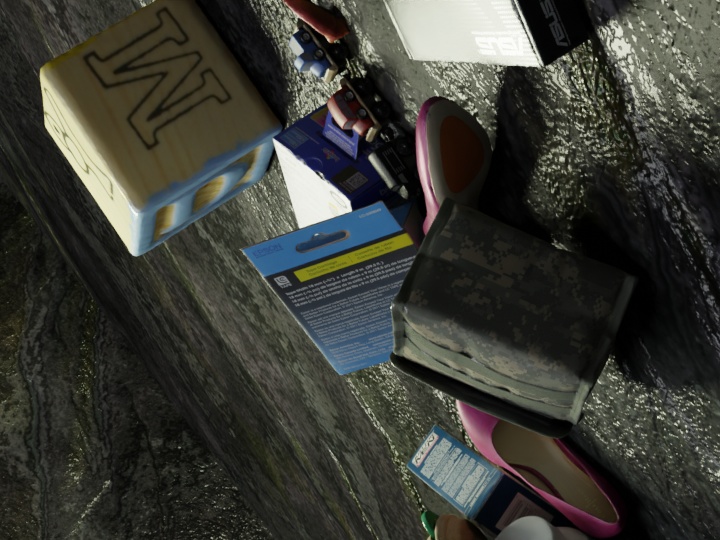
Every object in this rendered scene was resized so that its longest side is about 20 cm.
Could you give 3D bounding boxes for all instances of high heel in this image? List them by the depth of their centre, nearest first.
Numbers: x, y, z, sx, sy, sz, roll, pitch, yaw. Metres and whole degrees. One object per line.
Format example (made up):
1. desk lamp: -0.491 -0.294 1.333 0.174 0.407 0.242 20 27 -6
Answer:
1. high heel: 0.065 -0.076 1.179 0.096 0.067 0.200 31 163 40
2. high heel: 0.169 0.176 1.350 0.200 0.067 0.096 49 172 10

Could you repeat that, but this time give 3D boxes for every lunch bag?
1. lunch bag: 0.114 0.052 1.134 0.164 0.118 0.200 23 161 11

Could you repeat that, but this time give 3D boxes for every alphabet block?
1. alphabet block: -0.231 -0.166 1.639 0.200 0.196 0.195 55 162 5

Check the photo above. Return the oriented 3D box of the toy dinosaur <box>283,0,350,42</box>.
1. toy dinosaur: -0.075 -0.248 1.153 0.105 0.199 0.182 53 -156 -52

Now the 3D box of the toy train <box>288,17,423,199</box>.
1. toy train: -0.005 -0.148 1.296 0.200 0.046 0.034 55 163 7

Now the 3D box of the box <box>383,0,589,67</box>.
1. box: 0.053 -0.234 0.976 0.200 0.047 0.194 22 140 63

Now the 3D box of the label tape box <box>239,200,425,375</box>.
1. label tape box: 0.000 0.000 1.315 0.063 0.144 0.200 -90 -26 -43

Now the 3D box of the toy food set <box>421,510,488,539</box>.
1. toy food set: 0.113 0.322 1.370 0.201 0.049 0.198 66 -167 19

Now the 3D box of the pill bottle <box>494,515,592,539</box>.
1. pill bottle: 0.208 0.318 1.357 0.200 0.109 0.109 44 171 -29

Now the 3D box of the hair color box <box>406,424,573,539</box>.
1. hair color box: 0.131 0.232 1.490 0.100 0.061 0.200 36 177 -18

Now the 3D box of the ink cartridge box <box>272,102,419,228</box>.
1. ink cartridge box: -0.008 -0.069 1.395 0.136 0.076 0.200 40 158 39
